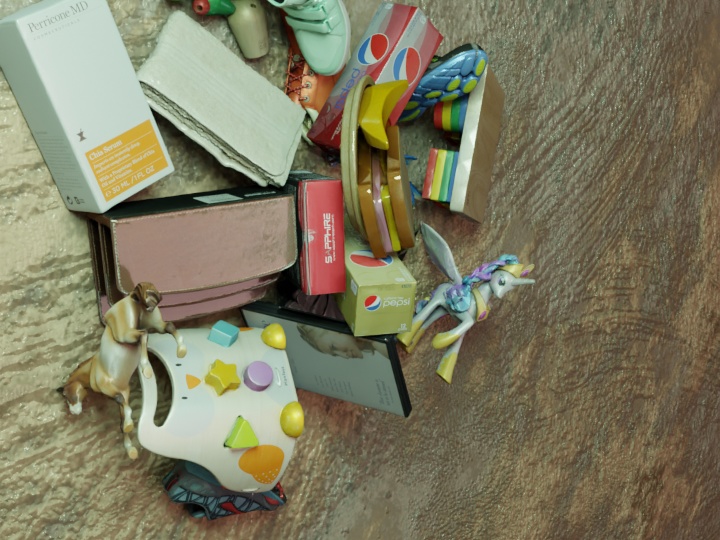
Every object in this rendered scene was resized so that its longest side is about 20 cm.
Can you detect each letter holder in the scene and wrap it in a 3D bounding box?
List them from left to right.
[{"bbox_3d":[-0.177,-0.006,1.019,0.200,0.101,0.142,-10,105,-29],"label":"letter holder"}]

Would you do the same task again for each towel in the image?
[{"bbox_3d":[-0.150,-0.186,1.049,0.200,0.034,0.133,38,44,-25],"label":"towel"}]

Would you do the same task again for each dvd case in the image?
[{"bbox_3d":[-0.042,0.103,1.122,0.018,0.200,0.143,-58,147,-36],"label":"dvd case"}]

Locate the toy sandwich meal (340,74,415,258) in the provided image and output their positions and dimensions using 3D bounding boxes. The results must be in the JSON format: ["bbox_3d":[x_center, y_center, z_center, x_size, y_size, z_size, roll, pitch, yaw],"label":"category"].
[{"bbox_3d":[0.028,-0.120,1.054,0.205,0.070,0.205,0,90,-78],"label":"toy sandwich meal"}]

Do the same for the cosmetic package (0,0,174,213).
[{"bbox_3d":[-0.276,-0.168,0.947,0.101,0.071,0.200,-39,122,-36],"label":"cosmetic package"}]

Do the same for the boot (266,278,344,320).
[{"bbox_3d":[-0.038,0.043,1.237,0.200,0.070,0.132,-50,123,-35],"label":"boot"}]

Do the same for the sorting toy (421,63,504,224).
[{"bbox_3d":[0.144,-0.176,1.343,0.200,0.070,0.199,7,93,-75],"label":"sorting toy"}]

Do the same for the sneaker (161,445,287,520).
[{"bbox_3d":[-0.167,0.257,1.142,0.096,0.079,0.200,-38,144,6],"label":"sneaker"}]

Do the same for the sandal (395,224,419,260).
[{"bbox_3d":[0.033,-0.042,1.268,0.080,0.057,0.201,-56,173,4],"label":"sandal"}]

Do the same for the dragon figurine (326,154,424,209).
[{"bbox_3d":[0.039,-0.133,1.293,0.200,0.059,0.100,-8,102,-44],"label":"dragon figurine"}]

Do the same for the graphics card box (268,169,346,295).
[{"bbox_3d":[-0.065,-0.050,1.099,0.051,0.200,0.126,-5,100,-17],"label":"graphics card box"}]

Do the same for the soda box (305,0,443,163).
[{"bbox_3d":[0.019,-0.226,1.164,0.070,0.063,0.200,35,82,-49],"label":"soda box"}]

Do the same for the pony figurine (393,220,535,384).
[{"bbox_3d":[0.133,0.040,1.349,0.200,0.193,0.167,-47,126,-7],"label":"pony figurine"}]

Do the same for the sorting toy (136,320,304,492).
[{"bbox_3d":[-0.168,0.132,1.026,0.180,0.107,0.200,7,55,-40],"label":"sorting toy"}]

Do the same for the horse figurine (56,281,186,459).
[{"bbox_3d":[-0.231,0.085,0.932,0.050,0.133,0.200,6,120,-39],"label":"horse figurine"}]

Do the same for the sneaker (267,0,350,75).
[{"bbox_3d":[-0.071,-0.288,1.039,0.118,0.074,0.201,-57,146,-44],"label":"sneaker"}]

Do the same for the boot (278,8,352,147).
[{"bbox_3d":[-0.062,-0.250,1.163,0.107,0.075,0.200,-45,127,-27],"label":"boot"}]

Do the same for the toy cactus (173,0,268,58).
[{"bbox_3d":[-0.130,-0.324,1.075,0.200,0.102,0.165,-49,138,-40],"label":"toy cactus"}]

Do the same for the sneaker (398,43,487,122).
[{"bbox_3d":[0.086,-0.256,1.233,0.071,0.200,0.083,8,78,-30],"label":"sneaker"}]

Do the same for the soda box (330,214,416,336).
[{"bbox_3d":[0.000,0.000,1.099,0.068,0.200,0.064,-3,116,-16],"label":"soda box"}]
